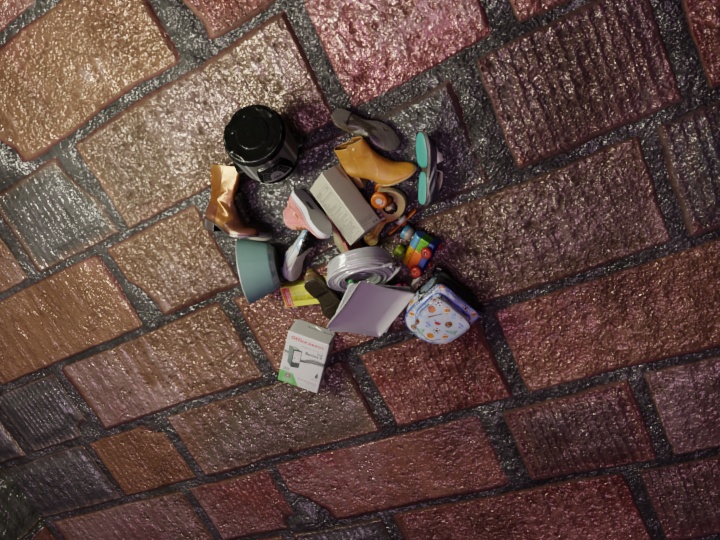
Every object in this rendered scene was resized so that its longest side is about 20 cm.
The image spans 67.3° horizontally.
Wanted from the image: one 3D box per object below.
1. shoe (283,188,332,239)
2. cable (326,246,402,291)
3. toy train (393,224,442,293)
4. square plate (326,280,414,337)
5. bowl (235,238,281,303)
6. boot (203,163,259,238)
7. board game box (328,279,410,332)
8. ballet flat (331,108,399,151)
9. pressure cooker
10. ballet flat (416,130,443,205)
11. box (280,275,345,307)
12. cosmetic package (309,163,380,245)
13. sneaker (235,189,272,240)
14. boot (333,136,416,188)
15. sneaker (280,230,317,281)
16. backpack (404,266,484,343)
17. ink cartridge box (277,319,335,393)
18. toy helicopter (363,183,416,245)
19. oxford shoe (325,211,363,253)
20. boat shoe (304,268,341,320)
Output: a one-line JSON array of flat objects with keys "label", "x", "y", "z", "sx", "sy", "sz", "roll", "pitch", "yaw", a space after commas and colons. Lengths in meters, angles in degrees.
[{"label": "shoe", "x": -0.156, "y": -0.140, "z": 1.559, "sx": 0.200, "sy": 0.071, "sz": 0.091, "roll": 54, "pitch": 127, "yaw": 31}, {"label": "cable", "x": 0.000, "y": 0.000, "z": 1.556, "sx": 0.199, "sy": 0.069, "sz": 0.200, "roll": 0, "pitch": 155, "yaw": -17}, {"label": "toy train", "x": 0.143, "y": -0.029, "z": 1.568, "sx": 0.116, "sy": 0.085, "sz": 0.200, "roll": 36, "pitch": 127, "yaw": 16}, {"label": "square plate", "x": 0.027, "y": 0.110, "z": 1.568, "sx": 0.198, "sy": 0.028, "sz": 0.200, "roll": 14, "pitch": 126, "yaw": -33}, {"label": "bowl", "x": -0.303, "y": -0.007, "z": 1.642, "sx": 0.105, "sy": 0.201, "sz": 0.201, "roll": -11, "pitch": 111, "yaw": -1}, {"label": "boot", "x": -0.364, "y": -0.202, "z": 1.576, "sx": 0.188, "sy": 0.068, "sz": 0.201, "roll": 18, "pitch": 102, "yaw": 25}, {"label": "board game box", "x": 0.023, "y": 0.109, "z": 1.605, "sx": 0.199, "sy": 0.026, "sz": 0.200, "roll": 5, "pitch": 131, "yaw": -26}, {"label": "ballet flat", "x": 0.014, "y": -0.380, "z": 1.466, "sx": 0.199, "sy": 0.046, "sz": 0.068, "roll": 23, "pitch": 86, "yaw": -2}, {"label": "pressure cooker", "x": -0.259, "y": -0.334, "z": 1.475, "sx": 0.175, "sy": 0.200, "sz": 0.179, "roll": 21, "pitch": 83, "yaw": 12}, {"label": "ballet flat", "x": 0.188, "y": -0.275, "z": 1.453, "sx": 0.073, "sy": 0.073, "sz": 0.201, "roll": 1, "pitch": 110, "yaw": 14}, {"label": "box", "x": -0.146, "y": 0.063, "z": 1.692, "sx": 0.199, "sy": 0.050, "sz": 0.076, "roll": -7, "pitch": 112, "yaw": 18}, {"label": "cosmetic package", "x": -0.044, "y": -0.182, "z": 1.506, "sx": 0.200, "sy": 0.071, "sz": 0.105, "roll": 55, "pitch": 148, "yaw": 1}, {"label": "sneaker", "x": -0.348, "y": -0.171, "z": 1.631, "sx": 0.200, "sy": 0.075, "sz": 0.106, "roll": 27, "pitch": 116, "yaw": 4}, {"label": "boot", "x": 0.037, "y": -0.298, "z": 1.454, "sx": 0.201, "sy": 0.071, "sz": 0.144, "roll": -8, "pitch": 134, "yaw": 25}, {"label": "sneaker", "x": -0.190, "y": -0.062, "z": 1.644, "sx": 0.072, "sy": 0.072, "sz": 0.200, "roll": 39, "pitch": 113, "yaw": 26}, {"label": "backpack", "x": 0.228, "y": 0.125, "z": 1.572, "sx": 0.200, "sy": 0.154, "sz": 0.190, "roll": 41, "pitch": 127, "yaw": -8}, {"label": "ink cartridge box", "x": -0.178, "y": 0.280, "z": 1.776, "sx": 0.145, "sy": 0.084, "sz": 0.201, "roll": 18, "pitch": 116, "yaw": 6}, {"label": "toy helicopter", "x": 0.071, "y": -0.146, "z": 1.545, "sx": 0.132, "sy": 0.079, "sz": 0.200, "roll": 24, "pitch": 128, "yaw": -6}, {"label": "oxford shoe", "x": -0.065, "y": -0.119, "z": 1.583, "sx": 0.075, "sy": 0.070, "sz": 0.201, "roll": -20, "pitch": 93, "yaw": 55}, {"label": "boat shoe", "x": -0.099, "y": 0.072, "z": 1.621, "sx": 0.072, "sy": 0.068, "sz": 0.200, "roll": -22, "pitch": 127, "yaw": 12}]
